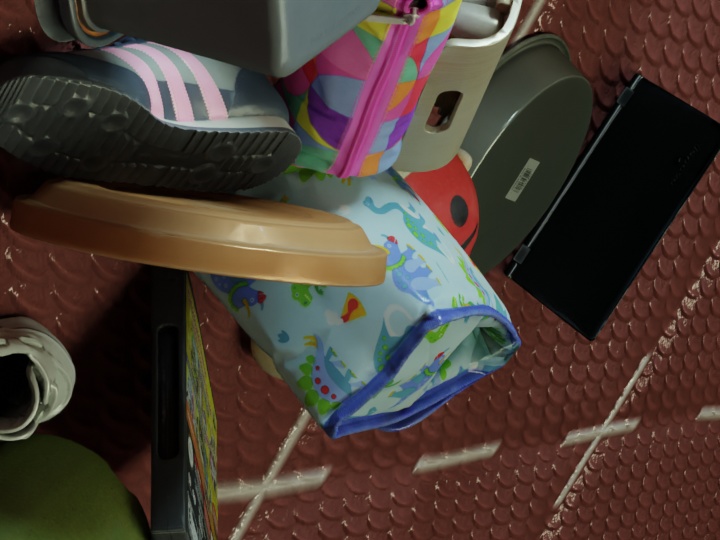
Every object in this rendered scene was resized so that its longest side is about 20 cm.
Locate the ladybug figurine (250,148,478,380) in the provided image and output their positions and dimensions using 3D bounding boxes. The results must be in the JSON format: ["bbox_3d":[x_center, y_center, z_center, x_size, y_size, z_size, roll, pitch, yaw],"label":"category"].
[{"bbox_3d":[0.012,-0.001,1.810,0.200,0.072,0.136,-50,152,-9],"label":"ladybug figurine"}]

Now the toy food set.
[{"bbox_3d":[0.060,-0.171,1.583,0.144,0.060,0.201,113,-6,-61],"label":"toy food set"}]

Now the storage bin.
[{"bbox_3d":[-0.072,-0.183,1.239,0.145,0.134,0.201,-39,139,-39],"label":"storage bin"}]

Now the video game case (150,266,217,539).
[{"bbox_3d":[-0.107,0.121,1.665,0.200,0.025,0.182,85,3,-58],"label":"video game case"}]

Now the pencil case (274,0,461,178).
[{"bbox_3d":[0.006,-0.126,1.460,0.088,0.088,0.200,-42,167,-29],"label":"pencil case"}]

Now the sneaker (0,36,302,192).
[{"bbox_3d":[-0.123,-0.094,1.433,0.199,0.082,0.070,11,137,-45],"label":"sneaker"}]

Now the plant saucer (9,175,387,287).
[{"bbox_3d":[-0.083,-0.023,1.439,0.200,0.199,0.033,-2,101,-64],"label":"plant saucer"}]

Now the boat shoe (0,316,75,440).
[{"bbox_3d":[-0.200,0.065,1.486,0.074,0.065,0.200,-58,158,7],"label":"boat shoe"}]

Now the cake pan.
[{"bbox_3d":[0.100,-0.073,1.948,0.200,0.037,0.201,-45,156,-26],"label":"cake pan"}]

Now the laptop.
[{"bbox_3d":[0.213,-0.041,2.124,0.188,0.116,0.200,-56,158,5],"label":"laptop"}]

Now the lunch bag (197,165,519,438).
[{"bbox_3d":[0.000,0.000,1.642,0.127,0.170,0.200,-46,166,22],"label":"lunch bag"}]

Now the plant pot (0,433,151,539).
[{"bbox_3d":[-0.209,0.184,1.515,0.190,0.199,0.201,-45,160,-55],"label":"plant pot"}]
